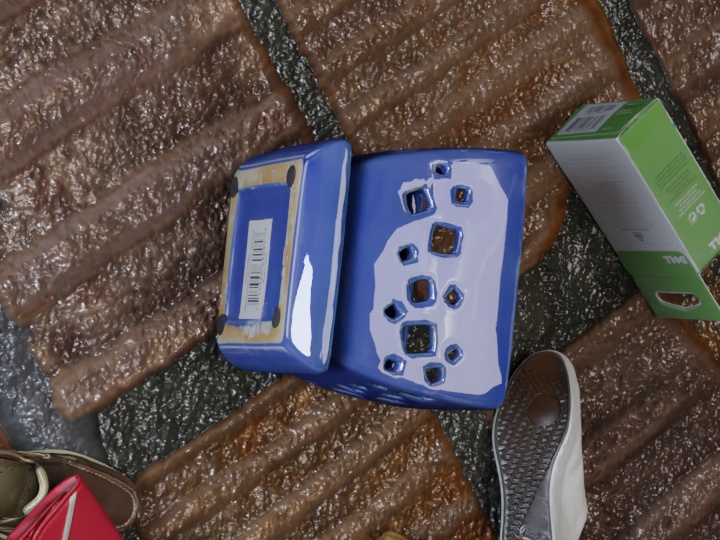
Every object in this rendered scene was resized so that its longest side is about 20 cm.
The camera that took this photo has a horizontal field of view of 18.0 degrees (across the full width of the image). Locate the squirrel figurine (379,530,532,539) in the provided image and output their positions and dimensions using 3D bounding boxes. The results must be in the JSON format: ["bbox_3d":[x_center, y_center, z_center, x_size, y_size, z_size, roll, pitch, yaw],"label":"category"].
[{"bbox_3d":[0.134,0.289,1.833,0.200,0.186,0.142,49,32,-36],"label":"squirrel figurine"}]

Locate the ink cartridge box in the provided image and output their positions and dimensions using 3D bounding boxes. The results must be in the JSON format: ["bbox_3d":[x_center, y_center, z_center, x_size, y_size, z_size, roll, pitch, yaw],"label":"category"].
[{"bbox_3d":[0.256,-0.052,1.969,0.059,0.104,0.200,-43,111,-24],"label":"ink cartridge box"}]

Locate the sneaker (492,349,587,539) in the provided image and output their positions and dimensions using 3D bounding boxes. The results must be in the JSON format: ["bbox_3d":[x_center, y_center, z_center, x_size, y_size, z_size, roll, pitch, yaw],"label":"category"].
[{"bbox_3d":[0.157,0.171,1.942,0.085,0.073,0.200,27,67,-61],"label":"sneaker"}]

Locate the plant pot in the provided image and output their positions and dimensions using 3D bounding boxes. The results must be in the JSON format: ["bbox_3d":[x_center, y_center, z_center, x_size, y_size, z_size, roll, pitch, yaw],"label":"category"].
[{"bbox_3d":[0.000,0.000,1.750,0.179,0.200,0.200,8,86,-25],"label":"plant pot"}]

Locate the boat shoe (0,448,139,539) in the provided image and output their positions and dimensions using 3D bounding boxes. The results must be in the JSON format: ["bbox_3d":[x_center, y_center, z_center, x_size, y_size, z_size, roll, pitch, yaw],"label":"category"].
[{"bbox_3d":[-0.247,0.167,1.670,0.202,0.075,0.075,10,85,-32],"label":"boat shoe"}]

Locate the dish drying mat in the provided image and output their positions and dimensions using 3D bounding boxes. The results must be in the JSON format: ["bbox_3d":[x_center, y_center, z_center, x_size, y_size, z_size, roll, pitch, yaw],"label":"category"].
[{"bbox_3d":[-0.195,0.238,1.694,0.077,0.018,0.200,-48,136,-23],"label":"dish drying mat"}]
